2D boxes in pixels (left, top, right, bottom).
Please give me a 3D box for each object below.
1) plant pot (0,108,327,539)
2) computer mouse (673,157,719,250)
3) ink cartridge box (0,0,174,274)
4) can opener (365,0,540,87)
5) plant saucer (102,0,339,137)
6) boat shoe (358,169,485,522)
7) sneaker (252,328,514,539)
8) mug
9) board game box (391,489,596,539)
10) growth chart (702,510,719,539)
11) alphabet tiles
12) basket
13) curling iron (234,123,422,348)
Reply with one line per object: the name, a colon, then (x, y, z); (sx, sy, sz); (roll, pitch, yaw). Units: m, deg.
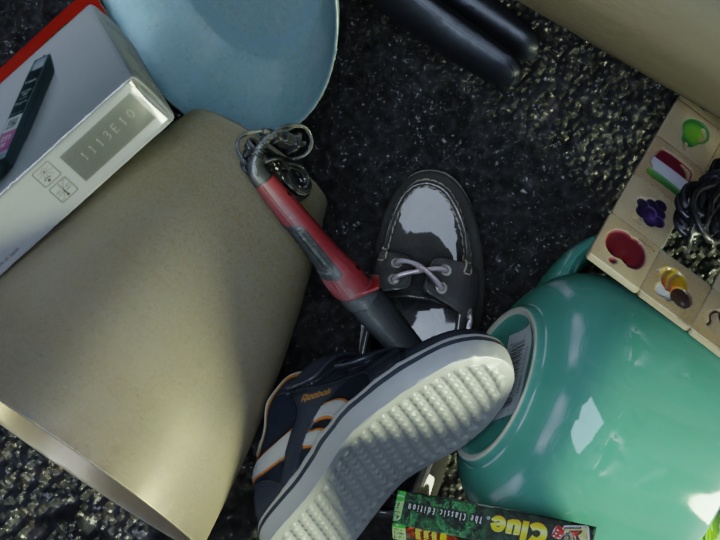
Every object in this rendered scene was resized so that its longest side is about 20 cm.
plant pot: (-0.109, 0.019, 1.397); (0.187, 0.187, 0.201); (33, 80, 5)
computer mouse: (0.238, 0.020, 1.333); (0.200, 0.140, 0.046); (44, 120, -3)
ink cartridge box: (-0.208, -0.069, 1.402); (0.200, 0.174, 0.044); (-41, 128, 6)
can opener: (0.013, -0.168, 1.433); (0.199, 0.079, 0.064); (27, 55, 2)
plant saucer: (-0.074, -0.173, 1.404); (0.200, 0.039, 0.202); (25, 129, 35)
boat shoe: (0.032, 0.044, 1.429); (0.066, 0.057, 0.202); (8, 92, 6)
sneaker: (0.002, 0.074, 1.349); (0.200, 0.078, 0.080); (-44, 47, 37)
mug: (0.117, 0.071, 1.370); (0.114, 0.185, 0.153); (21, 112, -20)
board game box: (0.070, 0.170, 1.363); (0.104, 0.200, 0.024); (7, 65, 6)
growth chart: (0.264, 0.095, 1.425); (0.199, 0.018, 0.146); (-15, 89, 6)
alphabet tiles: (0.231, -0.002, 1.370); (0.200, 0.167, 0.008); (37, 140, -3)
basket: (0.192, -0.159, 1.366); (0.199, 0.181, 0.136); (35, 130, -5)
curling iron: (0.000, 0.000, 1.373); (0.200, 0.025, 0.050); (53, 51, -18)
